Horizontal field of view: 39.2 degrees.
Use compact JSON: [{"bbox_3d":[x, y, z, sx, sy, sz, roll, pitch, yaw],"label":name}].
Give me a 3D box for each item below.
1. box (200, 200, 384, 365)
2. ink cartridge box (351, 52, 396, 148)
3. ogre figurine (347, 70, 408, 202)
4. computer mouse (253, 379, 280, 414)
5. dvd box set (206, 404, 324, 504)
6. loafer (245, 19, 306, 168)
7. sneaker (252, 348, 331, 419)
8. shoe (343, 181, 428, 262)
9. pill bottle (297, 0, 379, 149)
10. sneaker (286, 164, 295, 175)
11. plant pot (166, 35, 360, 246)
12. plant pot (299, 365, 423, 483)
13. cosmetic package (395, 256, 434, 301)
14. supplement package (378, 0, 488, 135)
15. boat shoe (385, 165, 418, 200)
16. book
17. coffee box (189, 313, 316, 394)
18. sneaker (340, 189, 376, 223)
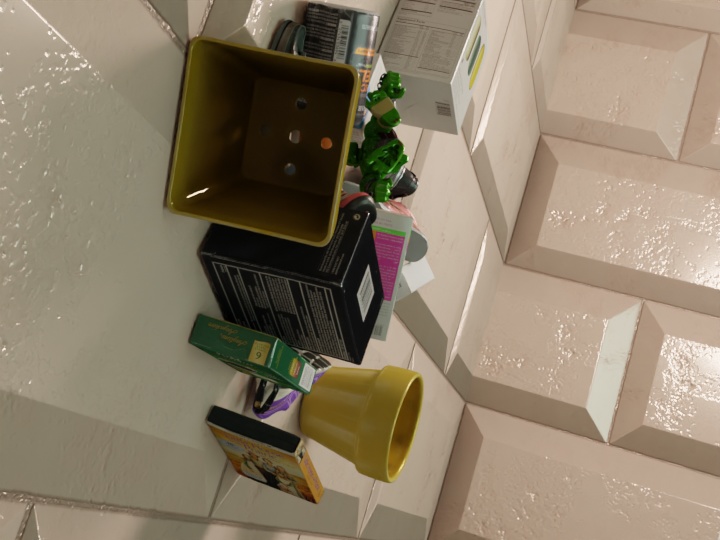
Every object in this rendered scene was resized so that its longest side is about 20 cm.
[{"bbox_3d":[-0.084,0.007,1.349,0.201,0.195,0.125,79,27,-55],"label":"box"},{"bbox_3d":[0.003,-0.255,1.643,0.200,0.067,0.118,62,46,-65],"label":"ink cartridge box"},{"bbox_3d":[0.028,-0.179,1.508,0.120,0.096,0.203,118,-40,-66],"label":"ogre figurine"},{"bbox_3d":[-0.136,0.113,1.504,0.034,0.058,0.204,13,85,-43],"label":"computer mouse"},{"bbox_3d":[-0.136,0.273,1.482,0.201,0.144,0.030,78,34,-57],"label":"dvd box set"},{"bbox_3d":[-0.097,-0.231,1.349,0.072,0.062,0.204,30,75,-73],"label":"loafer"},{"bbox_3d":[-0.119,0.177,1.623,0.199,0.080,0.084,-26,145,-60],"label":"sneaker"},{"bbox_3d":[0.025,-0.092,1.680,0.072,0.199,0.091,-51,-157,15],"label":"shoe"},{"bbox_3d":[-0.039,-0.271,1.434,0.106,0.104,0.204,-27,129,-68],"label":"pill bottle"},{"bbox_3d":[-0.103,-0.077,1.441,0.088,0.073,0.202,-57,156,-35],"label":"sneaker"},{"bbox_3d":[-0.097,-0.157,1.214,0.176,0.196,0.204,-39,141,-77],"label":"plant pot"},{"bbox_3d":[-0.002,0.258,1.828,0.200,0.186,0.204,15,90,-73],"label":"plant pot"},{"bbox_3d":[0.016,0.046,1.730,0.052,0.198,0.151,62,22,-1],"label":"cosmetic package"},{"bbox_3d":[0.130,-0.380,1.816,0.152,0.148,0.203,70,37,-61],"label":"supplement package"},{"bbox_3d":[0.053,-0.152,1.751,0.071,0.066,0.200,-61,-167,-9],"label":"boat shoe"},{"bbox_3d":[0.000,0.000,1.607,0.048,0.131,0.204,-104,-153,-80],"label":"book"},{"bbox_3d":[-0.141,0.117,1.384,0.200,0.121,0.045,50,58,-68],"label":"coffee box"},{"bbox_3d":[-0.036,-0.086,1.476,0.088,0.073,0.200,67,-19,8],"label":"sneaker"}]
